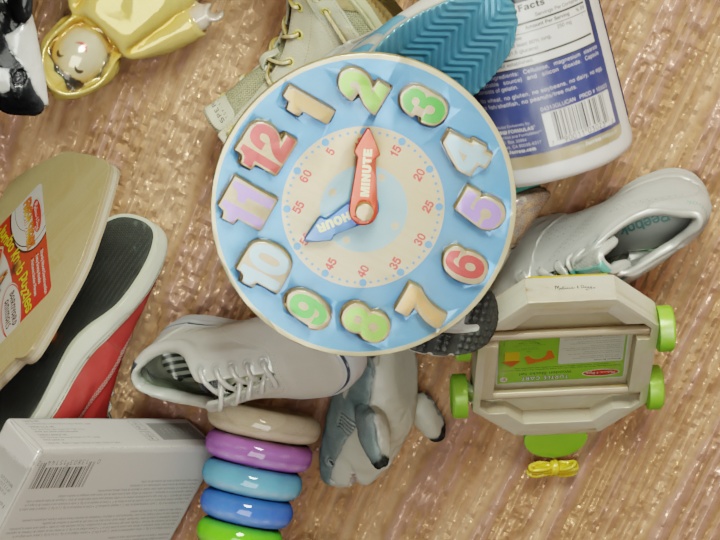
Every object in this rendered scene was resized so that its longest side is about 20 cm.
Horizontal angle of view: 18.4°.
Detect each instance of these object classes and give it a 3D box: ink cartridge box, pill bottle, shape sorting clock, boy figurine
[{"bbox_3d":[-0.212,0.191,1.609,0.045,0.199,0.177,37,107,31],"label":"ink cartridge box"},{"bbox_3d":[0.112,-0.168,1.524,0.110,0.111,0.202,-14,104,8],"label":"pill bottle"},{"bbox_3d":[0.002,-0.040,1.434,0.198,0.039,0.202,0,104,-1],"label":"shape sorting clock"},{"bbox_3d":[-0.160,-0.202,1.562,0.200,0.064,0.124,-44,101,11],"label":"boy figurine"}]

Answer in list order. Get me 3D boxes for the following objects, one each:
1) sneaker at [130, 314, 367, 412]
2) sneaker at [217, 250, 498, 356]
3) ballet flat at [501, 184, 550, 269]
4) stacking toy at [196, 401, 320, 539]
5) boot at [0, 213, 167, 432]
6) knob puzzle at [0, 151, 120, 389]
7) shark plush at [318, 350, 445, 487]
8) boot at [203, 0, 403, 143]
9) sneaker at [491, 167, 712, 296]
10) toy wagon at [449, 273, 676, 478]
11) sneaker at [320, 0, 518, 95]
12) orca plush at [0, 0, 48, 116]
[{"bbox_3d":[-0.081,0.072,1.576,0.199,0.071,0.073,-6,118,44],"label":"sneaker"},{"bbox_3d":[0.000,0.000,1.507,0.199,0.080,0.074,22,92,-6],"label":"sneaker"},{"bbox_3d":[0.048,0.000,1.559,0.199,0.068,0.068,-20,86,15],"label":"ballet flat"},{"bbox_3d":[-0.086,0.199,1.628,0.085,0.085,0.202,10,89,2],"label":"stacking toy"},{"bbox_3d":[-0.195,0.066,1.640,0.072,0.144,0.201,24,71,26],"label":"boot"},{"bbox_3d":[-0.228,0.001,1.564,0.030,0.220,0.220,32,107,-31],"label":"knob puzzle"},{"bbox_3d":[-0.008,0.063,1.623,0.083,0.091,0.202,1,113,36],"label":"shark plush"},{"bbox_3d":[-0.052,-0.156,1.546,0.154,0.072,0.200,-34,120,15],"label":"boot"},{"bbox_3d":[0.157,-0.006,1.577,0.199,0.089,0.076,-32,102,12],"label":"sneaker"},{"bbox_3d":[0.140,0.077,1.591,0.154,0.040,0.201,-2,141,-2],"label":"toy wagon"},{"bbox_3d":[0.015,-0.132,1.480,0.199,0.081,0.077,-34,120,17],"label":"sneaker"},{"bbox_3d":[-0.275,-0.201,1.540,0.071,0.105,0.202,-15,105,-22],"label":"orca plush"}]
